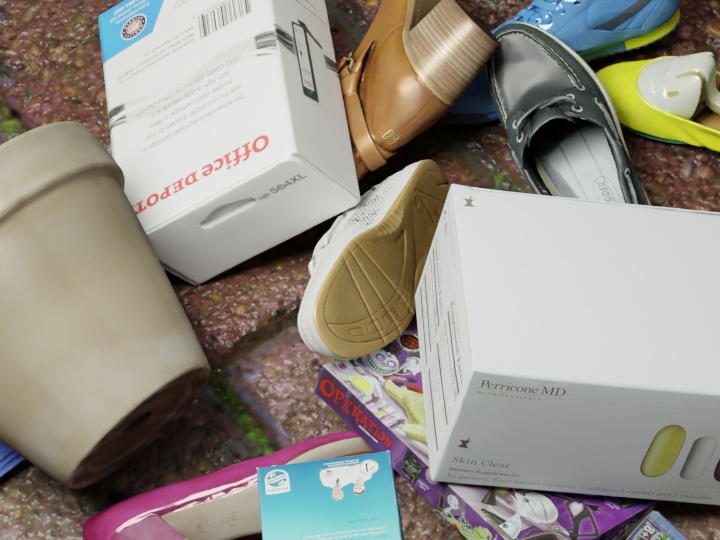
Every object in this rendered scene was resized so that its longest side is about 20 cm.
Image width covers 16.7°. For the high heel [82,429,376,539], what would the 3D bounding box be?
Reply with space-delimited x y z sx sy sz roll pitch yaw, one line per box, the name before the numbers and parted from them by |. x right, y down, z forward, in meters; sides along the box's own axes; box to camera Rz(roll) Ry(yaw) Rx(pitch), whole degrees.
high heel | -0.079 0.138 1.565 0.199 0.068 0.096 -21 28 -26

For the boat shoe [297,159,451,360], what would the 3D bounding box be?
boat shoe | 0.000 0.000 1.621 0.069 0.071 0.200 -16 22 34

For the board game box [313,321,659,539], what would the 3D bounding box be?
board game box | 0.079 0.111 1.559 0.120 0.032 0.200 -21 53 -44

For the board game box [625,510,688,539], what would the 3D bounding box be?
board game box | 0.195 0.265 1.428 0.199 0.062 0.200 29 52 25

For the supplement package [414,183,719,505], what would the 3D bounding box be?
supplement package | 0.146 0.047 1.531 0.199 0.111 0.156 5 46 -10

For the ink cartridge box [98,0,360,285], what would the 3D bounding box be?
ink cartridge box | -0.092 -0.112 1.674 0.146 0.084 0.201 -26 55 25

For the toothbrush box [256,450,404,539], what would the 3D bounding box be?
toothbrush box | -0.006 0.229 1.423 0.085 0.147 0.201 -8 46 -1

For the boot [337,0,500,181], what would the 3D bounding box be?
boot | 0.009 -0.145 1.727 0.155 0.074 0.200 -45 23 10

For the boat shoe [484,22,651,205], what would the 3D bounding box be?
boat shoe | 0.137 -0.085 1.652 0.074 0.066 0.200 -26 76 14

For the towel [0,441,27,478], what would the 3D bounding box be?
towel | -0.277 0.059 1.645 0.144 0.024 0.200 -33 61 -18

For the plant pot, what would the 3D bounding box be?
plant pot | -0.193 0.036 1.552 0.200 0.200 0.174 -38 79 -19

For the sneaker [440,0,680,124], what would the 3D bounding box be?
sneaker | 0.131 -0.174 1.726 0.199 0.079 0.066 -26 50 -4

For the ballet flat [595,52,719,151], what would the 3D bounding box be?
ballet flat | 0.252 -0.114 1.694 0.199 0.067 0.067 24 58 18
